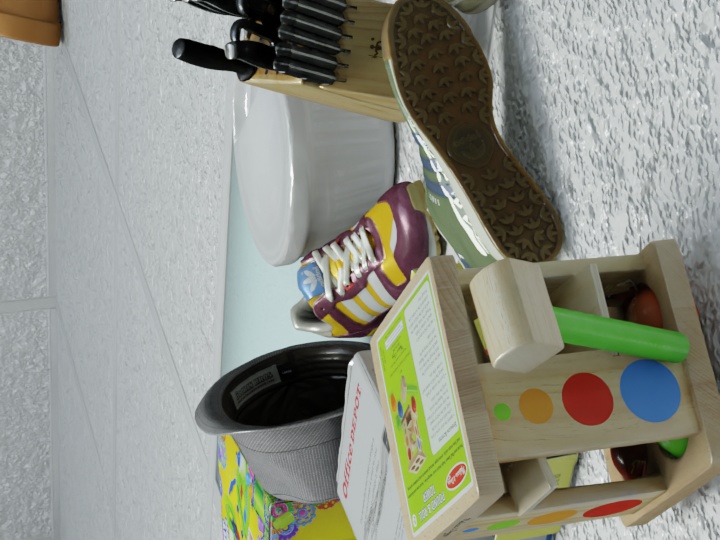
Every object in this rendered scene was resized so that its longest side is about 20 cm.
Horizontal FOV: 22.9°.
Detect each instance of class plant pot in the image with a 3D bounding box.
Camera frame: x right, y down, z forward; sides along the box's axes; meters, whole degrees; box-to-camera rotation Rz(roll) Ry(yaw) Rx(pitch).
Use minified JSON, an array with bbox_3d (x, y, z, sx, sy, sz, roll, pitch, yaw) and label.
[{"bbox_3d":[-0.618,-0.488,3.147,0.200,0.199,0.141,-142,66,-68],"label":"plant pot"}]

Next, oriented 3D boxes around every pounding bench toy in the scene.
[{"bbox_3d":[0.112,0.052,0.901,0.200,0.155,0.125,121,141,-64],"label":"pounding bench toy"}]

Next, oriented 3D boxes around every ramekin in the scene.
[{"bbox_3d":[-0.039,-0.109,1.464,0.202,0.094,0.203,173,90,-74],"label":"ramekin"}]

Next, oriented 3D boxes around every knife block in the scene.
[{"bbox_3d":[-0.044,-0.156,1.226,0.200,0.175,0.064,107,173,-90],"label":"knife block"}]

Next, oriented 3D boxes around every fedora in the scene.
[{"bbox_3d":[-0.040,0.128,1.425,0.200,0.176,0.091,-143,38,-69],"label":"fedora"}]

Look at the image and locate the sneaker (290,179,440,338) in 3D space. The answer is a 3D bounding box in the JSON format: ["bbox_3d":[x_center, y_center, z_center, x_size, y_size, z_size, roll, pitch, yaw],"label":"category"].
[{"bbox_3d":[0.000,0.000,1.375,0.200,0.090,0.075,111,149,-57],"label":"sneaker"}]

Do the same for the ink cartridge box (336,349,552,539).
[{"bbox_3d":[0.053,0.168,1.263,0.200,0.084,0.145,-116,27,-48],"label":"ink cartridge box"}]

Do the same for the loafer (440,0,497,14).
[{"bbox_3d":[0.068,-0.243,1.102,0.200,0.068,0.076,103,155,-48],"label":"loafer"}]

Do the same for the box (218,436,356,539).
[{"bbox_3d":[-0.045,0.245,1.556,0.193,0.121,0.201,-134,40,-64],"label":"box"}]

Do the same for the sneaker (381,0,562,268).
[{"bbox_3d":[0.059,-0.074,1.153,0.201,0.067,0.090,65,159,15],"label":"sneaker"}]

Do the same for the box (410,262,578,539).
[{"bbox_3d":[0.083,0.084,1.194,0.200,0.050,0.076,-113,23,-46],"label":"box"}]
